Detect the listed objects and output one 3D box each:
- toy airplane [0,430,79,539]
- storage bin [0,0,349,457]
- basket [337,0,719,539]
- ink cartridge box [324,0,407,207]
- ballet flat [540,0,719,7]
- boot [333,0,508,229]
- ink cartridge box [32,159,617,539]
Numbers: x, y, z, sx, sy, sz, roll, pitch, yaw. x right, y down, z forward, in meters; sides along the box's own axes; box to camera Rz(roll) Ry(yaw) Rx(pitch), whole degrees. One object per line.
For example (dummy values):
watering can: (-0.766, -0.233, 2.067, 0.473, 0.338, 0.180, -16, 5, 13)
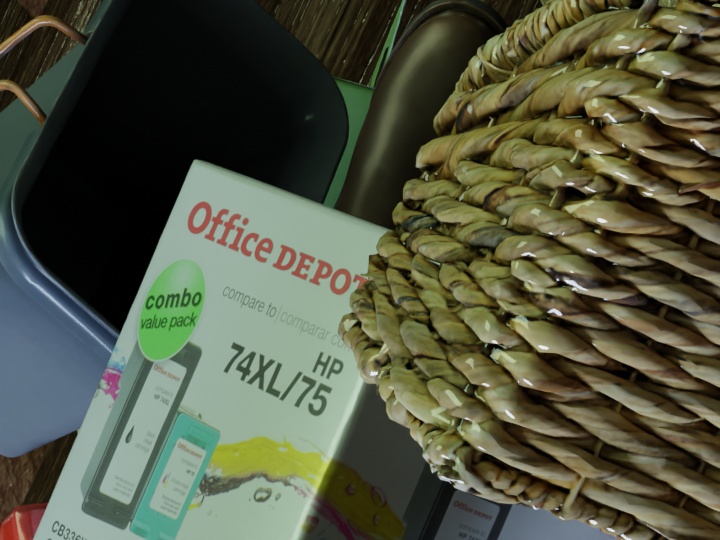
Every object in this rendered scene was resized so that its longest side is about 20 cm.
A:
toy airplane: (-0.103, 0.144, 1.324, 0.199, 0.141, 0.200, -90, -13, -63)
storage bin: (-0.118, -0.025, 1.244, 0.134, 0.146, 0.200, -31, 27, 39)
basket: (0.114, -0.002, 0.793, 0.149, 0.200, 0.143, -66, 18, 11)
ink cartridge box: (-0.036, -0.031, 1.377, 0.104, 0.059, 0.200, 110, 176, -71)
ballet flat: (0.113, -0.094, 1.099, 0.200, 0.070, 0.065, 175, 101, -72)
boot: (0.000, 0.000, 1.187, 0.200, 0.064, 0.186, -53, -18, -64)
ink cartridge box: (-0.006, 0.087, 1.040, 0.147, 0.146, 0.200, 21, 88, 53)
